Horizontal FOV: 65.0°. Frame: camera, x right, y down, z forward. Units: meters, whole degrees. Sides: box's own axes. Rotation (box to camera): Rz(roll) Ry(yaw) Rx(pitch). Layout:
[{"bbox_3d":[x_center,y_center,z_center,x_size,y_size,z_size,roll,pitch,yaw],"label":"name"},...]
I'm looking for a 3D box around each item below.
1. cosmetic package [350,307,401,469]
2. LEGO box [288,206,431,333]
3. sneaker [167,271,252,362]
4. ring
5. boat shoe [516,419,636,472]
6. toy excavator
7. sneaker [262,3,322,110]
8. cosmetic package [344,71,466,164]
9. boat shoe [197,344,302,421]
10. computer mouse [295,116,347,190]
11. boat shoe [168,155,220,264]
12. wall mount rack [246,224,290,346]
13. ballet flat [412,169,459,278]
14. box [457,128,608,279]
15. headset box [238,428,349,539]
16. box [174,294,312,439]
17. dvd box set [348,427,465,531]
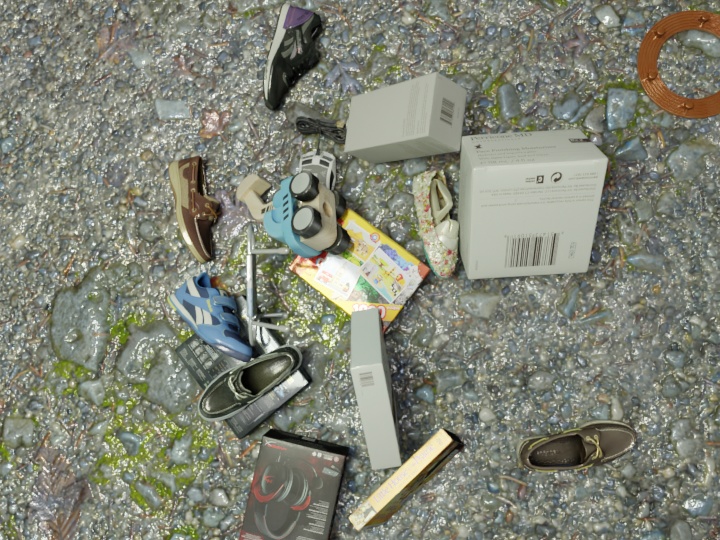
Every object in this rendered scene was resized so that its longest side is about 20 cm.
[{"bbox_3d":[0.024,0.184,0.892,0.051,0.151,0.201,-10,118,2],"label":"cosmetic package"},{"bbox_3d":[0.000,0.000,0.990,0.200,0.077,0.149,36,88,7],"label":"LEGO box"},{"bbox_3d":[-0.243,0.076,0.953,0.200,0.074,0.082,39,82,26],"label":"sneaker"},{"bbox_3d":[0.598,-0.371,1.009,0.199,0.019,0.202,-1,84,5],"label":"ring"},{"bbox_3d":[0.364,0.296,0.941,0.199,0.060,0.072,-10,83,4],"label":"boat shoe"},{"bbox_3d":[-0.131,-0.101,0.957,0.199,0.100,0.196,-19,62,28],"label":"toy excavator"},{"bbox_3d":[-0.122,-0.390,1.042,0.087,0.076,0.201,13,86,0],"label":"sneaker"},{"bbox_3d":[0.070,-0.250,0.952,0.199,0.085,0.108,4,84,49],"label":"cosmetic package"},{"bbox_3d":[-0.191,0.183,0.938,0.200,0.071,0.072,-35,83,0],"label":"boat shoe"},{"bbox_3d":[-0.080,-0.179,1.032,0.109,0.044,0.201,8,84,11],"label":"computer mouse"},{"bbox_3d":[-0.292,-0.114,1.030,0.072,0.072,0.201,-16,77,4],"label":"boat shoe"},{"bbox_3d":[-0.147,0.025,0.908,0.074,0.174,0.201,-1,93,-5],"label":"wall mount rack"},{"bbox_3d":[0.133,-0.088,0.966,0.064,0.075,0.201,-33,60,42],"label":"ballet flat"},{"bbox_3d":[0.262,-0.106,0.907,0.198,0.131,0.201,-4,123,2],"label":"box"},{"bbox_3d":[-0.112,0.390,0.962,0.148,0.075,0.201,13,85,5],"label":"headset box"},{"bbox_3d":[-0.207,0.169,1.003,0.158,0.051,0.200,-40,82,0],"label":"box"},{"bbox_3d":[0.081,0.338,0.917,0.200,0.146,0.029,-43,63,-1],"label":"dvd box set"}]
